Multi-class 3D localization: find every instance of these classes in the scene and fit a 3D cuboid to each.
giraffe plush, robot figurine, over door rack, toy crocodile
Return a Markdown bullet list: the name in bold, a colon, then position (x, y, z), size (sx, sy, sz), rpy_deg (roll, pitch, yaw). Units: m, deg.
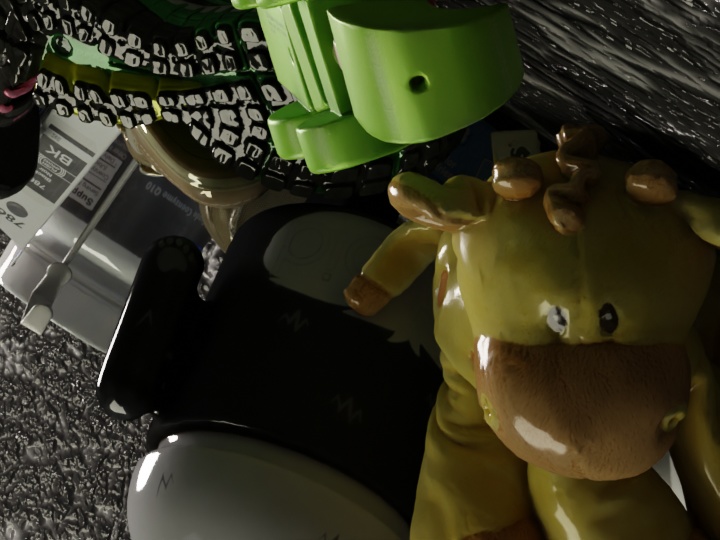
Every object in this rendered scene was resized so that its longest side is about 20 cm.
- **giraffe plush**: position (0.081, 0.020, 0.754), size (0.162, 0.172, 0.201), rpy_deg (86, 162, -76)
- **robot figurine**: position (-0.017, 0.054, 0.892), size (0.149, 0.201, 0.125), rpy_deg (13, 153, 18)
- **over door rack**: position (-0.068, -0.022, 1.170), size (0.147, 0.201, 0.067), rpy_deg (32, -166, -12)
- **toy crocodile**: position (-0.002, -0.072, 0.683), size (0.200, 0.061, 0.068), rpy_deg (-143, 35, -78)

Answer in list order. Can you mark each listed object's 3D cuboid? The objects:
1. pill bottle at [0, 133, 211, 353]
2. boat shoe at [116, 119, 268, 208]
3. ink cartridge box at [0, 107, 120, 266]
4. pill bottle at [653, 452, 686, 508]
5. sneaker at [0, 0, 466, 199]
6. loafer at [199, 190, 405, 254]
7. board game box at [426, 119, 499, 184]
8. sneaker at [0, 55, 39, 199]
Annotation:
- **pill bottle**: position (-0.137, -0.056, 1.366), size (0.113, 0.201, 0.114), rpy_deg (32, 179, 1)
- **boat shoe**: position (-0.076, -0.075, 0.970), size (0.072, 0.065, 0.200), rpy_deg (-11, -146, -16)
- **ink cartridge box**: position (-0.148, -0.080, 1.152), size (0.039, 0.100, 0.200), rpy_deg (32, 149, -10)
- **pill bottle**: position (0.076, 0.061, 1.006), size (0.199, 0.112, 0.111), rpy_deg (4, 166, 24)
- **sneaker**: position (-0.045, -0.094, 0.875), size (0.199, 0.085, 0.078), rpy_deg (20, 135, 20)
- **loafer**: position (0.000, 0.000, 1.098), size (0.200, 0.076, 0.067), rpy_deg (37, 180, -41)
- **board game box**: position (0.020, -0.060, 1.007), size (0.151, 0.037, 0.200), rpy_deg (34, 177, -31)
- **sneaker**: position (-0.166, -0.115, 1.016), size (0.095, 0.079, 0.201), rpy_deg (17, 128, 26)
